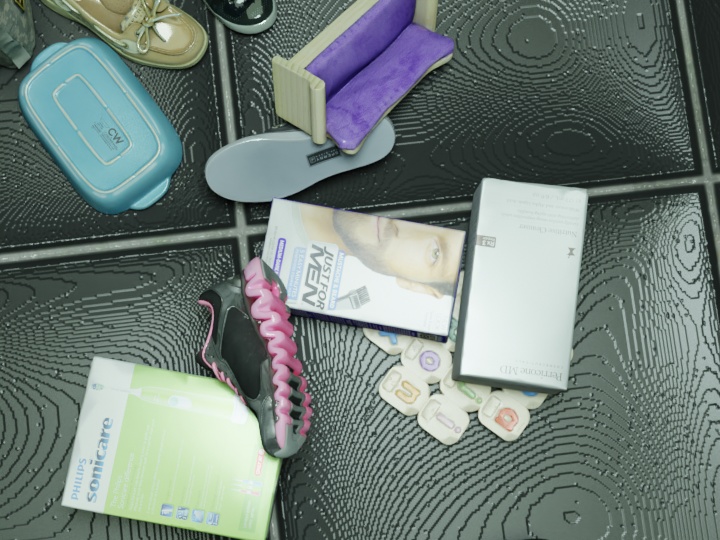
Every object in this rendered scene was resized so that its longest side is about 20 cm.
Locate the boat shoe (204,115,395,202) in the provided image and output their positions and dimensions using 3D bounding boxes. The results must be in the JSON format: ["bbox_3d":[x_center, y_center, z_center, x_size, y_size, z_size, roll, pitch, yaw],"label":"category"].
[{"bbox_3d":[-0.065,-0.126,1.332,0.199,0.066,0.070,-19,115,-6],"label":"boat shoe"}]

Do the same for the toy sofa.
[{"bbox_3d":[0.009,-0.217,1.297,0.097,0.083,0.200,33,61,21],"label":"toy sofa"}]

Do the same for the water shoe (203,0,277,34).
[{"bbox_3d":[-0.153,-0.339,1.350,0.071,0.079,0.201,-29,84,-6],"label":"water shoe"}]

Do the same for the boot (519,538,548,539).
[{"bbox_3d":[0.138,0.380,1.263,0.188,0.068,0.201,-26,84,-6],"label":"boot"}]

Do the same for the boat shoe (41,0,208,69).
[{"bbox_3d":[-0.253,-0.271,1.344,0.199,0.063,0.074,23,81,1],"label":"boat shoe"}]

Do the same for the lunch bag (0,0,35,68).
[{"bbox_3d":[-0.404,-0.302,1.292,0.117,0.164,0.200,-40,86,-4],"label":"lunch bag"}]

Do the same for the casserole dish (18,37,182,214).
[{"bbox_3d":[-0.272,-0.152,1.334,0.121,0.039,0.200,-37,86,0],"label":"casserole dish"}]

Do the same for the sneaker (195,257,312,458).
[{"bbox_3d":[-0.107,0.090,1.226,0.095,0.079,0.201,-19,61,9],"label":"sneaker"}]

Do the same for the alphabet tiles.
[{"bbox_3d":[0.110,0.073,1.333,0.195,0.015,0.200,35,82,6],"label":"alphabet tiles"}]

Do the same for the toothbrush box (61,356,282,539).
[{"bbox_3d":[-0.175,0.176,1.270,0.199,0.086,0.146,10,79,-2],"label":"toothbrush box"}]

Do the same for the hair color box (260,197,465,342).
[{"bbox_3d":[0.000,0.000,1.307,0.199,0.065,0.110,10,81,3],"label":"hair color box"}]

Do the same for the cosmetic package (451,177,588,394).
[{"bbox_3d":[0.158,0.018,1.294,0.112,0.081,0.201,6,80,-1],"label":"cosmetic package"}]
